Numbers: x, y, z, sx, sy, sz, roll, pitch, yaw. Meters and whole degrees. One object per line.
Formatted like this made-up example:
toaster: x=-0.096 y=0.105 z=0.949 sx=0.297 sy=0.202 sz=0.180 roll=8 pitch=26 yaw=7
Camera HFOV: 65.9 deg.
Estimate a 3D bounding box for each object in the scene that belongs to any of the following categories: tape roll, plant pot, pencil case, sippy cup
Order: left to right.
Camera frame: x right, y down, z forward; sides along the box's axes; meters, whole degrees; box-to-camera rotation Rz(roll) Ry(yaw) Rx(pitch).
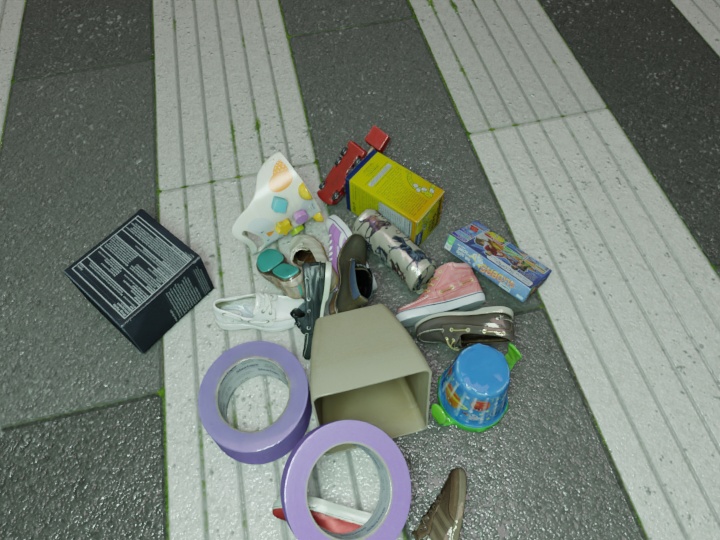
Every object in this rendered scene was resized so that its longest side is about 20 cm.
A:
tape roll: x=-0.188 y=0.238 z=1.010 sx=0.195 sy=0.086 sz=0.204 roll=-1 pitch=57 yaw=1
tape roll: x=-0.023 y=0.337 z=0.856 sx=0.195 sy=0.066 sz=0.205 roll=4 pitch=74 yaw=-12
plant pot: x=0.004 y=0.179 z=0.988 sx=0.195 sy=0.202 sz=0.179 roll=-12 pitch=48 yaw=-7
pencil case: x=0.071 y=-0.039 z=1.172 sx=0.077 sy=0.090 sz=0.200 roll=-36 pitch=68 yaw=-31
sippy cup: x=0.210 y=0.202 z=0.998 sx=0.137 sy=0.131 sz=0.180 roll=15 pitch=59 yaw=10

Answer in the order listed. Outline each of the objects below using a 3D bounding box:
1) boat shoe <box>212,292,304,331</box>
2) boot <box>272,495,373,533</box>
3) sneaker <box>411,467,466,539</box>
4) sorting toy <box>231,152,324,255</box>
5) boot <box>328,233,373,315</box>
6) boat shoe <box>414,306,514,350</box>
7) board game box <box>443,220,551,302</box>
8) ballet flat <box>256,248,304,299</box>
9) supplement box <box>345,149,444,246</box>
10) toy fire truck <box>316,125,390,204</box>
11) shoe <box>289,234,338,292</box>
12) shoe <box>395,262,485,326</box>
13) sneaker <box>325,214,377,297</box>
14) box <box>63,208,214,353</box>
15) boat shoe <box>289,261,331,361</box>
boat shoe: x=-0.200 y=0.079 z=1.117 sx=0.195 sy=0.070 sz=0.072 roll=-6 pitch=56 yaw=-3
boot: x=-0.062 y=0.450 z=0.886 sx=0.195 sy=0.073 sz=0.147 roll=13 pitch=60 yaw=5
sneaker: x=0.124 y=0.416 z=0.902 sx=0.074 sy=0.071 sz=0.203 roll=12 pitch=59 yaw=10
sorting toy: x=-0.182 y=-0.112 z=1.177 sx=0.179 sy=0.200 sz=0.107 roll=-40 pitch=65 yaw=-4
boot: x=0.000 y=0.000 z=1.070 sx=0.074 sy=0.097 sz=0.204 roll=25 pitch=55 yaw=-23
boat shoe: x=0.194 y=0.117 z=1.058 sx=0.196 sy=0.072 sz=0.061 roll=-11 pitch=56 yaw=24
board game box: x=0.286 y=-0.025 z=1.156 sx=0.199 sy=0.035 sz=0.134 roll=38 pitch=35 yaw=23
ballet flat: x=-0.165 y=0.013 z=1.149 sx=0.067 sy=0.068 sz=0.200 roll=-30 pitch=27 yaw=-14
supplement box: x=0.074 y=-0.157 z=1.235 sx=0.198 sy=0.110 sz=0.110 roll=34 pitch=64 yaw=20
toy fire truck: x=-0.016 y=-0.245 z=1.295 sx=0.048 sy=0.141 sz=0.202 roll=37 pitch=104 yaw=9
shoe: x=-0.106 y=-0.027 z=1.152 sx=0.070 sy=0.053 sz=0.200 roll=-52 pitch=41 yaw=8
shoe: x=0.151 y=0.046 z=1.124 sx=0.196 sy=0.072 sz=0.093 roll=-14 pitch=71 yaw=-14
sneaker: x=-0.057 y=-0.025 z=1.180 sx=0.112 sy=0.073 sz=0.203 roll=-24 pitch=61 yaw=-10
box: x=-0.444 y=0.019 z=1.127 sx=0.198 sy=0.124 sz=0.198 roll=34 pitch=63 yaw=22
boat shoe: x=-0.101 y=0.077 z=1.055 sx=0.064 sy=0.204 sz=0.075 roll=8 pitch=23 yaw=-10
